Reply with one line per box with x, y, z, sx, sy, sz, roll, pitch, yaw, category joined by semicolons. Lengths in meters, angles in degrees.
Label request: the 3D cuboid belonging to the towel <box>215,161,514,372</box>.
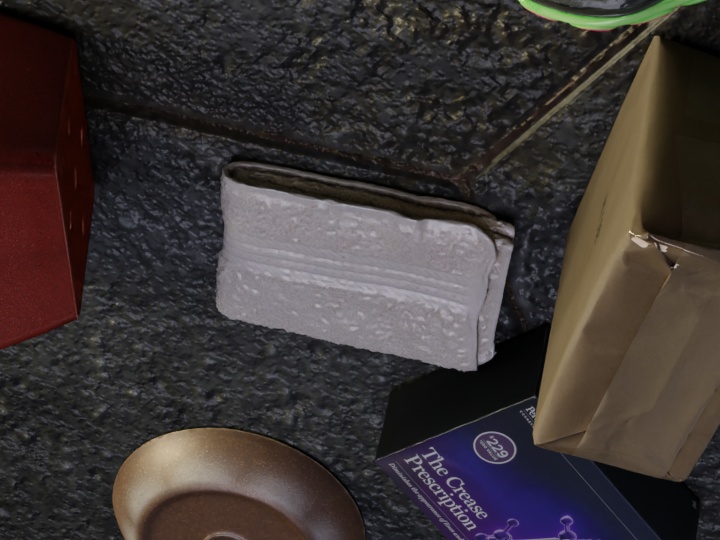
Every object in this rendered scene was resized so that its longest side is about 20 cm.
0.000;0.000;1.483;0.200;0.035;0.133;11;132;5;towel

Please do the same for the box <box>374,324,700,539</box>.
0.127;0.150;1.556;0.141;0.079;0.200;-27;120;29;box

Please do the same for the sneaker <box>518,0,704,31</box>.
0.181;-0.193;1.254;0.200;0.077;0.084;-14;109;21;sneaker

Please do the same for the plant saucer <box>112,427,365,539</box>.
-0.097;0.203;1.687;0.200;0.037;0.201;7;133;8;plant saucer

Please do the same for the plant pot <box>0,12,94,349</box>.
-0.266;-0.056;1.404;0.176;0.200;0.200;-1;131;1;plant pot

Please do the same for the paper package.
0.185;-0.006;1.319;0.103;0.200;0.191;18;132;-3;paper package
